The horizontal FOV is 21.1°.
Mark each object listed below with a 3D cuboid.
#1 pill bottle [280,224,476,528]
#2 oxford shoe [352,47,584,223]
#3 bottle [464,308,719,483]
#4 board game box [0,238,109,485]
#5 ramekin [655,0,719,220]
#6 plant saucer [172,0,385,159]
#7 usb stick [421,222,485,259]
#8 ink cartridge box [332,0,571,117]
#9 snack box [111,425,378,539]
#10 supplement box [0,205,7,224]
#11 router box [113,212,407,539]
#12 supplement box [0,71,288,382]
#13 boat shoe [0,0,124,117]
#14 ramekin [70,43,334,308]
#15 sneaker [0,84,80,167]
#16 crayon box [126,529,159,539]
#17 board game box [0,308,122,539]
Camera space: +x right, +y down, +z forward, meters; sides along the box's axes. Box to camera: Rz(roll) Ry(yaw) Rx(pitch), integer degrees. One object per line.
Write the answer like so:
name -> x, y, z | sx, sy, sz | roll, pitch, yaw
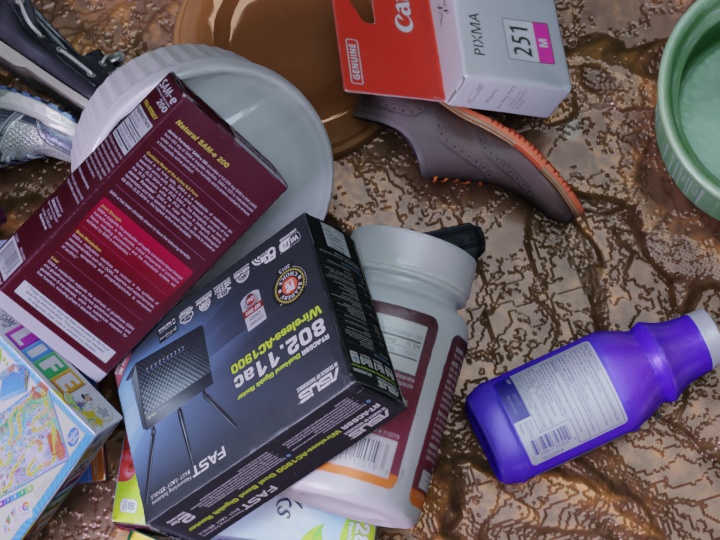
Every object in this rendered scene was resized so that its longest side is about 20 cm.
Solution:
pill bottle -> 0.013, 0.076, 1.398 | 0.114, 0.114, 0.200 | 16, 76, 4
oxford shoe -> 0.085, -0.091, 1.522 | 0.200, 0.071, 0.073 | 37, 90, 2
bottle -> 0.182, 0.090, 1.484 | 0.200, 0.065, 0.084 | -25, 79, -5
board game box -> -0.257, 0.072, 1.513 | 0.103, 0.019, 0.200 | -7, 78, 0
ramekin -> 0.325, -0.125, 1.513 | 0.200, 0.098, 0.200 | 0, 78, 1
plant saucer -> -0.053, -0.185, 1.559 | 0.200, 0.037, 0.200 | 0, 77, 0
usb stick -> 0.000, 0.000, 1.485 | 0.200, 0.055, 0.033 | -13, 70, -20
ink cartridge box -> 0.064, -0.220, 1.508 | 0.173, 0.044, 0.200 | 5, 59, -22
snack box -> -0.077, 0.126, 1.477 | 0.200, 0.068, 0.169 | 7, 77, 0
supplement box -> -0.390, -0.028, 1.452 | 0.200, 0.131, 0.103 | -34, 78, 14
router box -> -0.076, 0.077, 1.350 | 0.200, 0.062, 0.150 | -36, 50, 23
supplement box -> -0.162, -0.031, 1.379 | 0.200, 0.061, 0.109 | -45, 119, 5
boat shoe -> -0.216, -0.157, 1.536 | 0.200, 0.073, 0.063 | 33, 81, 10
ramekin -> -0.127, -0.079, 1.465 | 0.202, 0.203, 0.094 | -29, 36, -6
sneaker -> -0.294, -0.105, 1.533 | 0.200, 0.077, 0.085 | 19, 88, 12
crayon box -> -0.101, 0.286, 1.446 | 0.200, 0.058, 0.119 | 21, 78, 5
board game box -> -0.273, 0.128, 1.428 | 0.134, 0.034, 0.200 | 45, 125, 8
